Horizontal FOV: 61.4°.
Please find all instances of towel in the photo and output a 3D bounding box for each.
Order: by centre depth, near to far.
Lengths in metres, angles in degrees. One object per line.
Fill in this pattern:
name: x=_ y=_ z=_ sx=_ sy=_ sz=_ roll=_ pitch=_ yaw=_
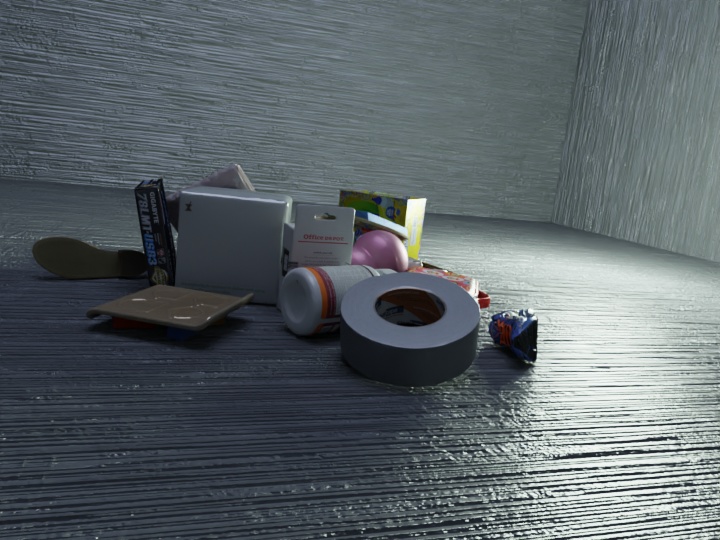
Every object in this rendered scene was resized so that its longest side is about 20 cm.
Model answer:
towel: x=-0.300 y=-0.108 z=1.299 sx=0.199 sy=0.191 sz=0.032 roll=-22 pitch=28 yaw=13

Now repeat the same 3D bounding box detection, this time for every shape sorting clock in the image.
shape sorting clock: x=0.013 y=-0.099 z=1.353 sx=0.199 sy=0.039 sz=0.200 roll=15 pitch=-3 yaw=1

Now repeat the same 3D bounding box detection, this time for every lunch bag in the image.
lunch bag: x=0.166 y=0.048 z=1.193 sx=0.175 sy=0.082 sz=0.200 roll=9 pitch=11 yaw=13

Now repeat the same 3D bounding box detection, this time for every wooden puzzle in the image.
wooden puzzle: x=-0.291 y=0.066 z=0.957 sx=0.199 sy=0.047 sz=0.185 roll=4 pitch=10 yaw=11

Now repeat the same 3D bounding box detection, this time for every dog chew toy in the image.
dog chew toy: x=0.000 y=0.000 z=1.230 sx=0.200 sy=0.125 sz=0.124 roll=-29 pitch=28 yaw=-28

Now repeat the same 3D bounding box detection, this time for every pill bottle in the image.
pill bottle: x=-0.026 y=0.046 z=1.023 sx=0.199 sy=0.110 sz=0.109 roll=-3 pitch=14 yaw=-39

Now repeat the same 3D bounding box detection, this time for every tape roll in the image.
tape roll: x=0.070 y=0.078 z=0.874 sx=0.199 sy=0.066 sz=0.201 roll=1 pitch=30 yaw=0

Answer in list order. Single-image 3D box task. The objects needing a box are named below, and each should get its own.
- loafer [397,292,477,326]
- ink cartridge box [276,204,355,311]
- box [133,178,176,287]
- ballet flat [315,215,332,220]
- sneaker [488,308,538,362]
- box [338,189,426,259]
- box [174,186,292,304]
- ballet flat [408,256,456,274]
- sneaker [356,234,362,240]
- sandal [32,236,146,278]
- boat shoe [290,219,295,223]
loafer: x=0.103 y=0.092 z=0.990 sx=0.200 sy=0.071 sz=0.068 roll=-16 pitch=38 yaw=-20
ink cartridge box: x=-0.081 y=-0.021 z=1.097 sx=0.115 sy=0.201 sz=0.067 roll=2 pitch=12 yaw=-23
box: x=-0.395 y=-0.072 z=1.182 sx=0.049 sy=0.201 sz=0.198 roll=-9 pitch=14 yaw=-14
ballet flat: x=-0.045 y=-0.048 z=1.384 sx=0.063 sy=0.069 sz=0.200 roll=42 pitch=-7 yaw=47
sneaker: x=0.253 y=0.107 z=1.011 sx=0.078 sy=0.076 sz=0.200 roll=-1 pitch=1 yaw=12
box: x=0.048 y=-0.097 z=1.557 sx=0.192 sy=0.201 sz=0.122 roll=11 pitch=12 yaw=27
box: x=-0.243 y=-0.055 z=1.184 sx=0.198 sy=0.201 sz=0.171 roll=6 pitch=9 yaw=-5
ballet flat: x=0.136 y=0.003 z=1.332 sx=0.199 sy=0.071 sz=0.065 roll=15 pitch=-24 yaw=-17
sneaker: x=0.033 y=-0.018 z=1.414 sx=0.072 sy=0.072 sz=0.200 roll=-21 pitch=39 yaw=6
sandal: x=-0.538 y=-0.016 z=1.210 sx=0.211 sy=0.078 sz=0.070 roll=7 pitch=-11 yaw=-30
boat shoe: x=-0.089 y=-0.021 z=1.305 sx=0.201 sy=0.061 sz=0.072 roll=43 pitch=25 yaw=-3
